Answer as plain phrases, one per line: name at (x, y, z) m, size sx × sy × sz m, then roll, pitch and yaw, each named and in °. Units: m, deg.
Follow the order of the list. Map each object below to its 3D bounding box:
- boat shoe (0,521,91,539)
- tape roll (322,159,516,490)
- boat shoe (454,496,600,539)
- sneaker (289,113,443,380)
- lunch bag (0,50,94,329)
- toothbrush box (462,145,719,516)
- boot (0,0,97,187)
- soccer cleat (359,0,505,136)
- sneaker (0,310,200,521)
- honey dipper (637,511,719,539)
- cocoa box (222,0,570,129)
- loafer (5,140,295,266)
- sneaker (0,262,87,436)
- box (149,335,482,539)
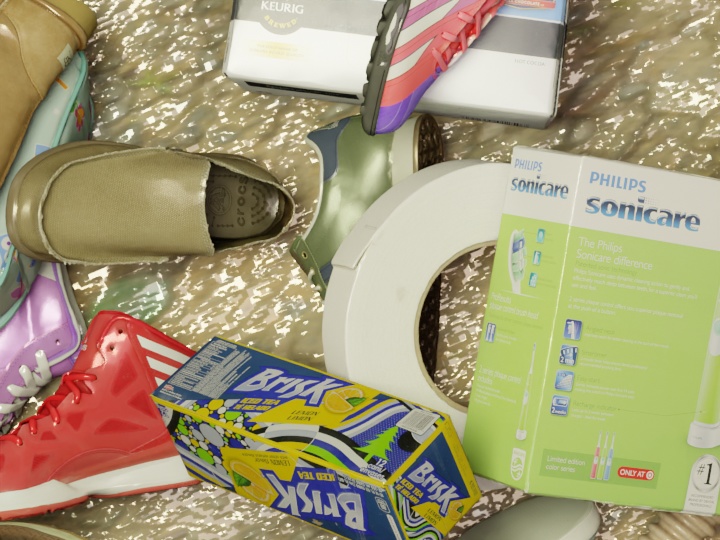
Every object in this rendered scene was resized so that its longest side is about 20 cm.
boat shoe at (-0.218, 0.187, 1.599) m, size 0.199 × 0.076 × 0.072 m, roll -7°, pitch 89°, yaw 37°
tape roll at (0.072, 0.033, 1.592) m, size 0.202 × 0.037 × 0.204 m, roll -3°, pitch 98°, yaw -25°
boat shoe at (0.072, 0.216, 1.629) m, size 0.201 × 0.070 × 0.072 m, roll -35°, pitch 116°, yaw -6°
sneaker at (0.000, 0.000, 1.633) m, size 0.090 × 0.067 × 0.201 m, roll 5°, pitch 98°, yaw 20°
lunch bag at (-0.260, -0.069, 1.607) m, size 0.160 × 0.077 × 0.201 m, roll 15°, pitch 66°, yaw 7°
toothbrush box at (0.155, 0.036, 1.564) m, size 0.145 × 0.086 × 0.201 m, roll 8°, pitch 94°, yaw -28°
boot at (-0.273, -0.107, 1.547) m, size 0.175 × 0.066 × 0.200 m, roll 26°, pitch 69°, yaw 12°
soccer cleat at (0.057, -0.164, 1.490) m, size 0.073 × 0.068 × 0.201 m, roll 22°, pitch 88°, yaw -2°
sneaker at (-0.187, 0.085, 1.605) m, size 0.199 × 0.078 × 0.116 m, roll -8°, pitch 96°, yaw -30°
honey dipper at (0.247, 0.100, 1.630) m, size 0.038 × 0.038 × 0.200 m, roll 37°, pitch 91°, yaw 2°
cocoa box at (0.027, -0.165, 1.589) m, size 0.199 × 0.133 × 0.132 m, roll 7°, pitch 90°, yaw 3°
loafer at (-0.122, -0.043, 1.578) m, size 0.200 × 0.067 × 0.076 m, roll -9°, pitch 99°, yaw -40°
sneaker at (-0.225, 0.079, 1.636) m, size 0.114 × 0.073 × 0.201 m, roll 5°, pitch 91°, yaw 0°
box at (-0.028, 0.103, 1.538) m, size 0.064 × 0.200 × 0.070 m, roll -44°, pitch 130°, yaw -28°
